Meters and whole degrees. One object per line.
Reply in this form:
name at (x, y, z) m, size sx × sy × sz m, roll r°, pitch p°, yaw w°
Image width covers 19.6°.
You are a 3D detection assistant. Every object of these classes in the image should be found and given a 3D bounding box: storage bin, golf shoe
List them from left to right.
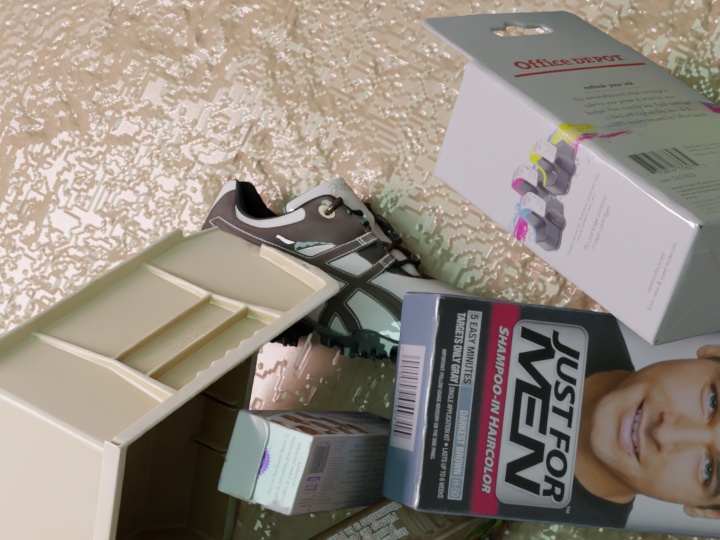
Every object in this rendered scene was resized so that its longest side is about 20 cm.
storage bin at (-0.104, 0.106, 1.012) m, size 0.094 × 0.199 × 0.200 m, roll 24°, pitch 123°, yaw 22°
golf shoe at (0.000, 0.000, 1.088) m, size 0.200 × 0.078 × 0.095 m, roll 9°, pitch 88°, yaw 19°

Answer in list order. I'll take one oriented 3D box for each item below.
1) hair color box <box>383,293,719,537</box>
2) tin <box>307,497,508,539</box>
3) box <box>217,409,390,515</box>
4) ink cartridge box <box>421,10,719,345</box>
hair color box at (0.118, 0.071, 0.992) m, size 0.200 × 0.061 × 0.099 m, roll 7°, pitch 88°, yaw -15°
tin at (-0.012, 0.161, 1.023) m, size 0.042 × 0.200 × 0.112 m, roll 53°, pitch 142°, yaw 17°
box at (-0.015, 0.092, 1.019) m, size 0.039 × 0.200 × 0.041 m, roll 18°, pitch 92°, yaw 17°
ink cartridge box at (0.120, -0.051, 1.006) m, size 0.200 × 0.115 × 0.068 m, roll 41°, pitch 126°, yaw 37°
